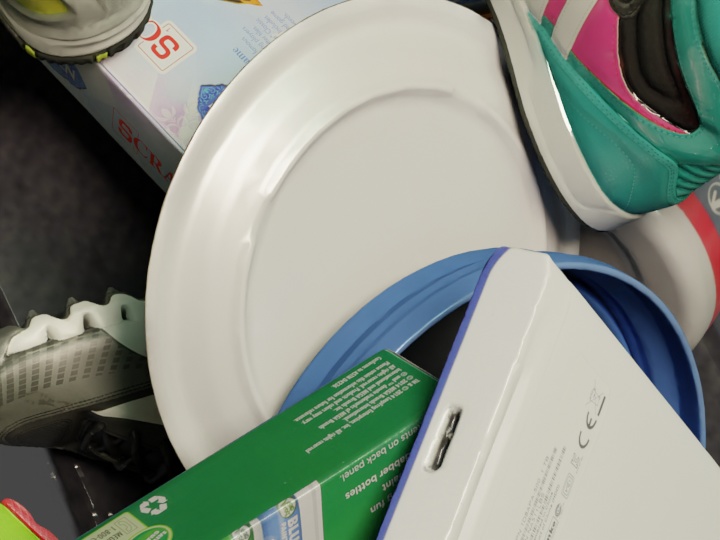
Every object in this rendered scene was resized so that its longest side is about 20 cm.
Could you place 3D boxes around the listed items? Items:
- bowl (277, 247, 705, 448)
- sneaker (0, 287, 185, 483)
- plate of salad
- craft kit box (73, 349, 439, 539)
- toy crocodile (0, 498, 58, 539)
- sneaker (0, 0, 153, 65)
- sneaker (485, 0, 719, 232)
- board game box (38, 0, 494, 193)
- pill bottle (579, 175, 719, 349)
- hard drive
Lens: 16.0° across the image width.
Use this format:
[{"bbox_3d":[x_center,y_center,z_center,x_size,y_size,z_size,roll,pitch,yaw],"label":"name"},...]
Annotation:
[{"bbox_3d":[0.040,0.087,0.916,0.200,0.202,0.039,-22,31,-32],"label":"bowl"},{"bbox_3d":[-0.057,0.057,0.943,0.199,0.067,0.091,-3,63,-28],"label":"sneaker"},{"bbox_3d":[0.000,0.000,0.915,0.199,0.048,0.201,-13,110,-37],"label":"plate of salad"},{"bbox_3d":[-0.038,0.157,0.826,0.199,0.198,0.048,-31,39,-26],"label":"craft kit box"},{"bbox_3d":[-0.125,0.110,0.884,0.200,0.068,0.062,47,56,4],"label":"toy crocodile"},{"bbox_3d":[-0.141,-0.169,0.941,0.075,0.077,0.200,-36,71,-20],"label":"sneaker"},{"bbox_3d":[0.096,-0.121,0.893,0.084,0.120,0.201,-38,106,-56],"label":"sneaker"},{"bbox_3d":[-0.032,-0.125,0.998,0.199,0.041,0.200,-37,72,-23],"label":"board game box"},{"bbox_3d":[0.131,-0.063,1.060,0.119,0.120,0.200,40,55,-1],"label":"pill bottle"},{"bbox_3d":[0.069,0.096,0.857,0.025,0.200,0.133,11,69,32],"label":"hard drive"}]
